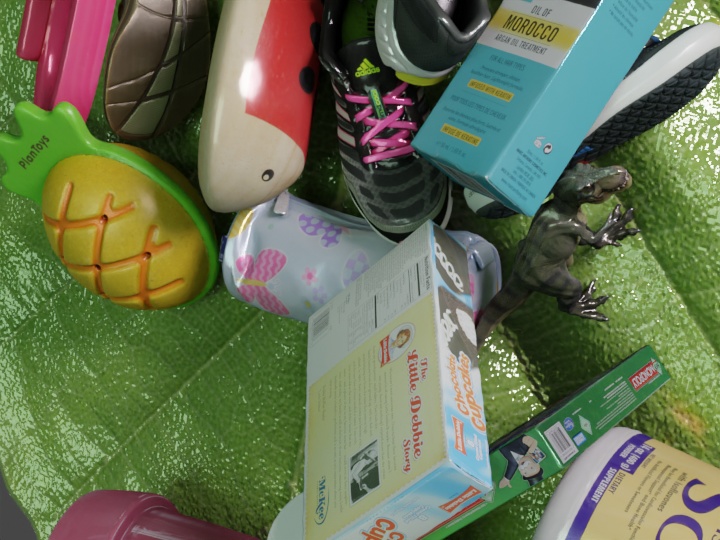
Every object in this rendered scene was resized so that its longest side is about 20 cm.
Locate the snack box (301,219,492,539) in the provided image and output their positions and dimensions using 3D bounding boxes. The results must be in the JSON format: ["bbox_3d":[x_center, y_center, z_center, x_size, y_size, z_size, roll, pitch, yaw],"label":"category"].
[{"bbox_3d":[0.017,0.073,0.789,0.037,0.201,0.116,35,122,-27],"label":"snack box"}]

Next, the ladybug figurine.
[{"bbox_3d":[-0.065,-0.134,0.931,0.071,0.136,0.202,9,73,-1],"label":"ladybug figurine"}]

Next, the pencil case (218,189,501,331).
[{"bbox_3d":[0.000,0.000,0.936,0.199,0.083,0.091,16,97,29],"label":"pencil case"}]

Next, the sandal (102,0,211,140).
[{"bbox_3d":[-0.156,-0.200,1.015,0.054,0.080,0.202,-159,73,-63],"label":"sandal"}]

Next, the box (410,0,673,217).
[{"bbox_3d":[0.119,-0.137,0.801,0.201,0.049,0.082,-57,38,-2],"label":"box"}]

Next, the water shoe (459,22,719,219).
[{"bbox_3d":[0.134,-0.111,0.844,0.200,0.071,0.079,-34,71,28],"label":"water shoe"}]

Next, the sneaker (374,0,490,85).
[{"bbox_3d":[0.051,-0.219,0.818,0.085,0.074,0.202,174,92,-66],"label":"sneaker"}]

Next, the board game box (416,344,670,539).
[{"bbox_3d":[0.102,0.111,0.817,0.134,0.200,0.029,-38,80,30],"label":"board game box"}]

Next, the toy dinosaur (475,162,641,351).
[{"bbox_3d":[0.128,-0.003,0.849,0.048,0.088,0.201,63,141,36],"label":"toy dinosaur"}]

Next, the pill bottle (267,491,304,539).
[{"bbox_3d":[0.000,0.207,0.883,0.110,0.200,0.112,-4,66,9],"label":"pill bottle"}]

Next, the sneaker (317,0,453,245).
[{"bbox_3d":[0.011,-0.115,0.881,0.073,0.087,0.201,-13,73,8],"label":"sneaker"}]

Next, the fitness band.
[{"bbox_3d":[-0.228,-0.197,1.039,0.144,0.037,0.201,43,123,54],"label":"fitness band"}]

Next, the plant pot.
[{"bbox_3d":[-0.129,0.270,1.002,0.178,0.200,0.202,2,98,16],"label":"plant pot"}]

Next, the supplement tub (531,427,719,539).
[{"bbox_3d":[0.210,0.196,0.794,0.199,0.145,0.146,23,108,27],"label":"supplement tub"}]

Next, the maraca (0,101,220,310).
[{"bbox_3d":[-0.193,-0.047,1.017,0.200,0.107,0.137,41,131,-11],"label":"maraca"}]
